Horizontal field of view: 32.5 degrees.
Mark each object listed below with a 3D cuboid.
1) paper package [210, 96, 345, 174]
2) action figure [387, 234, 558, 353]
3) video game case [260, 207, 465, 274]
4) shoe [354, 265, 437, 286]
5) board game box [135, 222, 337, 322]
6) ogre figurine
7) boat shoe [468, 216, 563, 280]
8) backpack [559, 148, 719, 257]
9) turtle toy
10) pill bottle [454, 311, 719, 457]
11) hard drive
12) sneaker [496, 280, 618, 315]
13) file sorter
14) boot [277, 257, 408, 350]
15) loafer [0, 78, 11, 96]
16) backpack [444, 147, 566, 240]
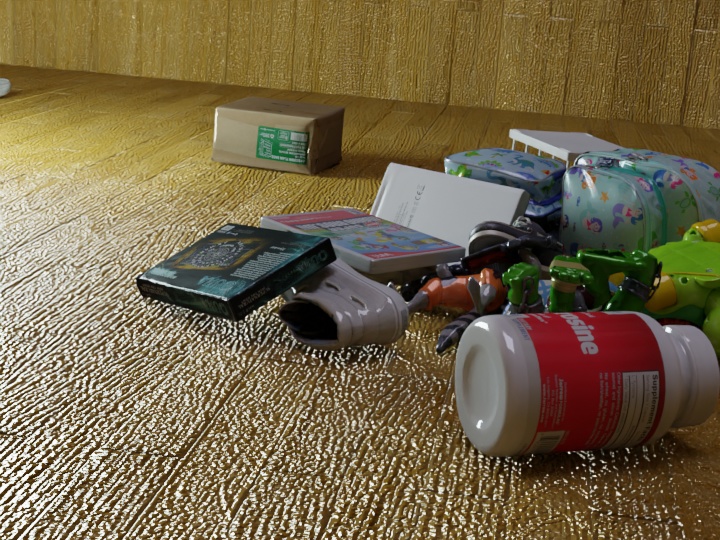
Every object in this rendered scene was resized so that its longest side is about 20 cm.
[{"bbox_3d":[-0.146,-0.245,2.229,0.198,0.104,0.191,9,17,15],"label":"paper package"},{"bbox_3d":[0.114,0.034,1.318,0.199,0.105,0.193,-23,-12,39],"label":"action figure"},{"bbox_3d":[0.001,-0.036,1.398,0.142,0.018,0.199,-8,21,-40],"label":"video game case"},{"bbox_3d":[0.000,0.000,1.445,0.198,0.054,0.070,12,-15,14],"label":"shoe"},{"bbox_3d":[-0.135,-0.002,1.296,0.135,0.028,0.199,-33,24,-29],"label":"board game box"},{"bbox_3d":[0.208,0.044,1.178,0.098,0.121,0.200,17,20,28],"label":"ogre figurine"},{"bbox_3d":[0.180,-0.027,1.410,0.072,0.063,0.199,-18,-26,31],"label":"boat shoe"},{"bbox_3d":[0.339,-0.054,1.480,0.199,0.179,0.150,14,19,42],"label":"backpack"},{"bbox_3d":[0.361,0.028,1.318,0.145,0.102,0.200,-20,22,-9],"label":"turtle toy"},{"bbox_3d":[0.186,0.090,1.008,0.198,0.113,0.112,-1,15,-20],"label":"pill bottle"},{"bbox_3d":[0.097,-0.052,1.508,0.199,0.133,0.027,15,-10,37],"label":"hard drive"},{"bbox_3d":[0.209,0.048,1.271,0.199,0.072,0.072,-14,32,-42],"label":"sneaker"},{"bbox_3d":[0.327,-0.138,1.909,0.138,0.126,0.200,0,15,-19],"label":"file sorter"},{"bbox_3d":[-0.048,0.030,1.253,0.095,0.074,0.199,-7,16,-38],"label":"boot"},{"bbox_3d":[-0.860,-0.418,2.752,0.069,0.070,0.200,12,16,27],"label":"loafer"},{"bbox_3d":[0.196,-0.080,1.605,0.182,0.148,0.200,15,15,28],"label":"backpack"}]
